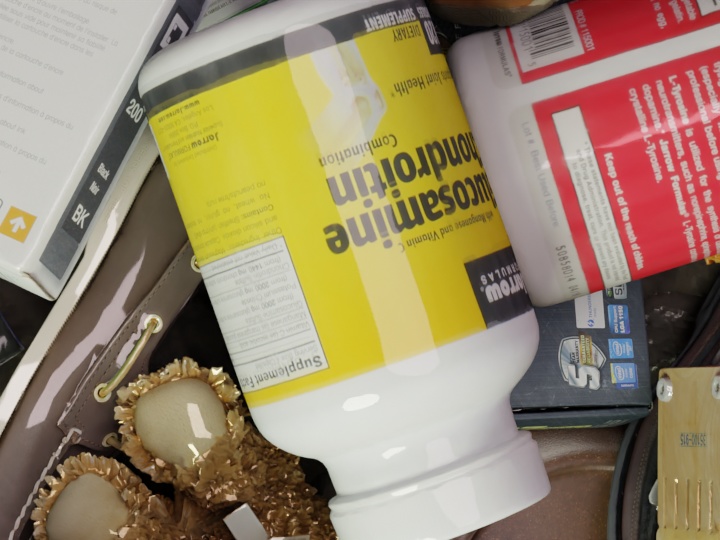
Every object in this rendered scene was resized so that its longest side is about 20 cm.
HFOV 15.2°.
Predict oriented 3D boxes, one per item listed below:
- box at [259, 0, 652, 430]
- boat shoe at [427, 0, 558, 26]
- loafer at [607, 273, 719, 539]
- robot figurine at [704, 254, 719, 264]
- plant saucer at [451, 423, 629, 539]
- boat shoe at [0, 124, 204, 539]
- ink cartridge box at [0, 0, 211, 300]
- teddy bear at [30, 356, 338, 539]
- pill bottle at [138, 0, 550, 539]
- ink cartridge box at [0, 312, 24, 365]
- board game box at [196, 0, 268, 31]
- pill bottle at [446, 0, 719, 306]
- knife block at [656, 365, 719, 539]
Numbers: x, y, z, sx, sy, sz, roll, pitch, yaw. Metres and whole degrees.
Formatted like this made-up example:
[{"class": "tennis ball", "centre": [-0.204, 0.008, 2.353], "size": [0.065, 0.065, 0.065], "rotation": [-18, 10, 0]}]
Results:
[{"class": "box", "centre": [0.035, -0.032, 1.130], "size": [0.157, 0.051, 0.200], "rotation": [0, 78, -17]}, {"class": "boat shoe", "centre": [0.068, -0.185, 1.077], "size": [0.074, 0.076, 0.200], "rotation": [66, 37, -44]}, {"class": "loafer", "centre": [0.163, 0.059, 1.141], "size": [0.072, 0.063, 0.200], "rotation": [34, 60, -14]}, {"class": "robot figurine", "centre": [0.157, -0.112, 1.159], "size": [0.145, 0.058, 0.200], "rotation": [-26, 100, -52]}, {"class": "plant saucer", "centre": [0.097, 0.156, 1.151], "size": [0.200, 0.032, 0.200], "rotation": [2, 83, -17]}, {"class": "boat shoe", "centre": [-0.101, 0.037, 1.071], "size": [0.059, 0.072, 0.200], "rotation": [26, 79, 0]}, {"class": "ink cartridge box", "centre": [-0.160, -0.115, 1.043], "size": [0.198, 0.043, 0.200], "rotation": [23, 79, 17]}, {"class": "teddy bear", "centre": [-0.038, 0.117, 1.067], "size": [0.200, 0.067, 0.145], "rotation": [23, 93, -24]}, {"class": "pill bottle", "centre": [0.000, 0.000, 0.992], "size": [0.112, 0.112, 0.200], "rotation": [-20, 91, -18]}, {"class": "ink cartridge box", "centre": [-0.241, 0.043, 1.047], "size": [0.200, 0.044, 0.094], "rotation": [-31, 92, -18]}, {"class": "board game box", "centre": [-0.083, -0.195, 1.060], "size": [0.200, 0.153, 0.040], "rotation": [61, 35, -9]}, {"class": "pill bottle", "centre": [0.143, -0.066, 1.050], "size": [0.200, 0.112, 0.112], "rotation": [-17, 90, 5]}, {"class": "knife block", "centre": [0.210, 0.087, 1.091], "size": [0.175, 0.064, 0.200], "rotation": [2, 87, -20]}]
